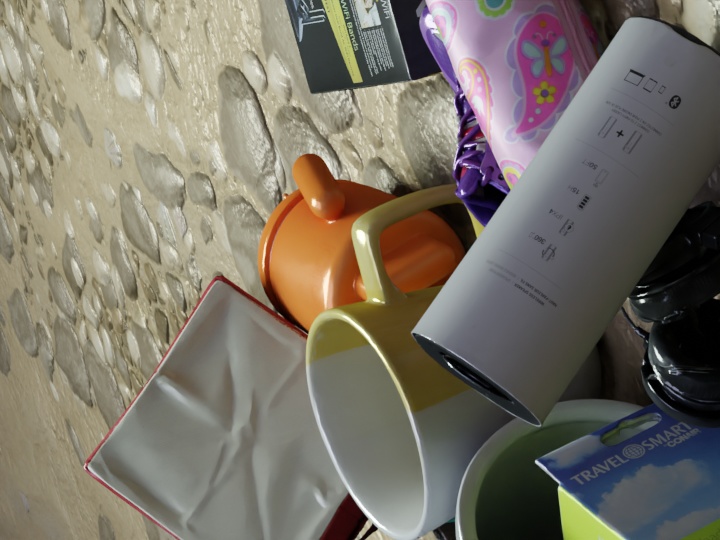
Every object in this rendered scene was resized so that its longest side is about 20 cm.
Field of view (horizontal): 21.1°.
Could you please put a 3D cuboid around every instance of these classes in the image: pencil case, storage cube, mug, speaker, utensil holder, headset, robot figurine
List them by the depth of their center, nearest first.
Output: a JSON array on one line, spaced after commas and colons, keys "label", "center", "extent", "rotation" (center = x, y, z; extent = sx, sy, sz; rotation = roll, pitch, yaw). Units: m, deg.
[{"label": "speaker", "center": [0.111, -0.024, 0.964], "extent": [0.081, 0.201, 0.081], "rotation": [34, 172, 5]}, {"label": "headset", "center": [0.164, 0.030, 1.017], "extent": [0.199, 0.094, 0.124], "rotation": [12, 130, 48]}, {"label": "pencil case", "center": [0.099, -0.113, 1.079], "extent": [0.201, 0.087, 0.087], "rotation": [68, 157, 8]}, {"label": "utensil holder", "center": [0.131, 0.204, 1.156], "extent": [0.170, 0.169, 0.201], "rotation": [54, 154, 33]}, {"label": "mug", "center": [0.067, 0.059, 1.197], "extent": [0.150, 0.152, 0.188], "rotation": [51, 150, 39]}, {"label": "robot figurine", "center": [0.000, -0.002, 1.349], "extent": [0.200, 0.143, 0.117], "rotation": [24, 90, 59]}, {"label": "storage cube", "center": [-0.073, 0.132, 1.410], "extent": [0.199, 0.171, 0.180], "rotation": [35, 174, 9]}]

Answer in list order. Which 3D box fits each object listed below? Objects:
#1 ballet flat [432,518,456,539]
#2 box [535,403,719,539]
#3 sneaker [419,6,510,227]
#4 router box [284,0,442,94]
[{"label": "ballet flat", "center": [0.079, 0.176, 1.390], "extent": [0.075, 0.067, 0.202], "rotation": [-149, 40, -79]}, {"label": "box", "center": [0.196, 0.140, 1.015], "extent": [0.200, 0.121, 0.048], "rotation": [38, 143, 52]}, {"label": "sneaker", "center": [0.083, -0.080, 1.141], "extent": [0.201, 0.083, 0.081], "rotation": [64, 156, 17]}, {"label": "router box", "center": [-0.007, -0.221, 1.266], "extent": [0.157, 0.052, 0.202], "rotation": [6, 113, 64]}]
